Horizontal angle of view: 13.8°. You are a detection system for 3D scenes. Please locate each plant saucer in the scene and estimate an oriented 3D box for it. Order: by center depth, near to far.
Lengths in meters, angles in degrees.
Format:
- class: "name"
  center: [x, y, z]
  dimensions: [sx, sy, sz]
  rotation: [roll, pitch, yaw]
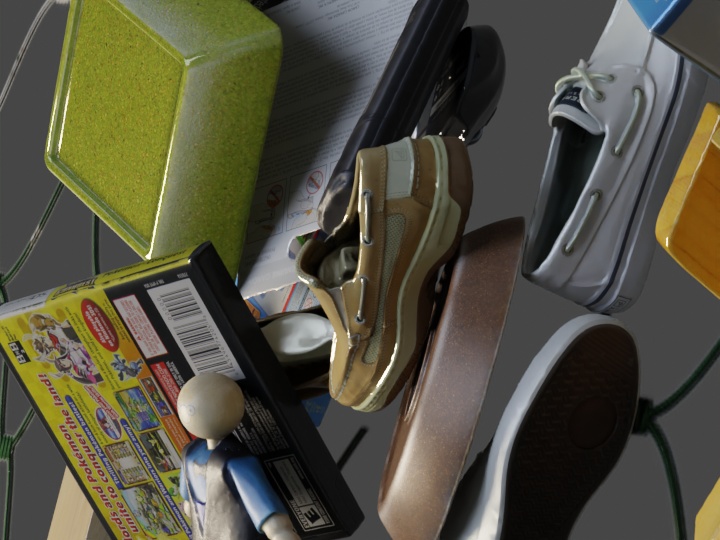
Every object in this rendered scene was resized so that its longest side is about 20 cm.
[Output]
- class: "plant saucer"
  center: [0.046, 0.062, 1.630]
  dimensions: [0.200, 0.034, 0.201]
  rotation: [-164, 90, -88]
- class: "plant saucer"
  center: [-0.136, -0.100, 1.876]
  dimensions: [0.200, 0.048, 0.200]
  rotation: [41, 127, 43]

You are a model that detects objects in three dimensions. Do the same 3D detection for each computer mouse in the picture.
- class: "computer mouse"
  center: [0.056, -0.059, 1.731]
  dimensions: [0.059, 0.034, 0.200]
  rotation: [-44, 27, 57]

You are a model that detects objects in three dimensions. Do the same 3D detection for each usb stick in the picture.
- class: "usb stick"
  center: [0.020, -0.093, 1.709]
  dimensions: [0.056, 0.033, 0.200]
  rotation: [-62, 3, 45]

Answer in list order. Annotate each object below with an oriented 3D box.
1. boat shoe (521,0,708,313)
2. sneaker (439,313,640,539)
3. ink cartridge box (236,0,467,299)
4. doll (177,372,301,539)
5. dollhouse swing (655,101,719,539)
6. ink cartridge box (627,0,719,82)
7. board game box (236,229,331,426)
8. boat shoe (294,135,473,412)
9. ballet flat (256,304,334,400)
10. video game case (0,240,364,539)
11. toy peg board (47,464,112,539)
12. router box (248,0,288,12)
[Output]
- class: "boat shoe"
  center: [0.134, -0.080, 1.586]
  dimensions: [0.074, 0.067, 0.200]
  rotation: [-9, 69, 61]
- class: "sneaker"
  center: [0.082, 0.104, 1.582]
  dimensions: [0.085, 0.073, 0.200]
  rotation: [47, 120, 57]
- class: "ink cartridge box"
  center: [-0.005, -0.086, 1.850]
  dimensions: [0.161, 0.050, 0.200]
  rotation: [-17, 64, 44]
- class: "doll"
  center: [-0.073, 0.158, 1.752]
  dimensions: [0.136, 0.048, 0.201]
  rotation: [4, 102, 62]
- class: "dollhouse swing"
  center: [0.185, 0.068, 1.314]
  dimensions: [0.176, 0.182, 0.200]
  rotation: [-47, 33, 8]
- class: "ink cartridge box"
  center: [0.185, -0.203, 1.509]
  dimensions: [0.145, 0.084, 0.200]
  rotation: [-51, 33, 18]
- class: "board game box"
  center: [-0.046, -0.010, 1.929]
  dimensions: [0.152, 0.037, 0.200]
  rotation: [-67, 29, 15]
- class: "boat shoe"
  center: [0.000, 0.000, 1.626]
  dimensions: [0.072, 0.076, 0.200]
  rotation: [-105, 23, -44]
- class: "ballet flat"
  center: [-0.049, 0.052, 1.806]
  dimensions: [0.200, 0.072, 0.068]
  rotation: [-14, 67, 41]
- class: "video game case"
  center: [-0.115, 0.089, 1.811]
  dimensions: [0.180, 0.200, 0.026]
  rotation: [-16, 21, 37]
- class: "toy peg board"
  center: [-0.139, 0.141, 1.994]
  dimensions: [0.199, 0.098, 0.200]
  rotation: [-176, 101, -79]
- class: "router box"
  center: [-0.057, -0.213, 1.918]
  dimensions: [0.200, 0.157, 0.052]
  rotation: [-35, 33, 51]
